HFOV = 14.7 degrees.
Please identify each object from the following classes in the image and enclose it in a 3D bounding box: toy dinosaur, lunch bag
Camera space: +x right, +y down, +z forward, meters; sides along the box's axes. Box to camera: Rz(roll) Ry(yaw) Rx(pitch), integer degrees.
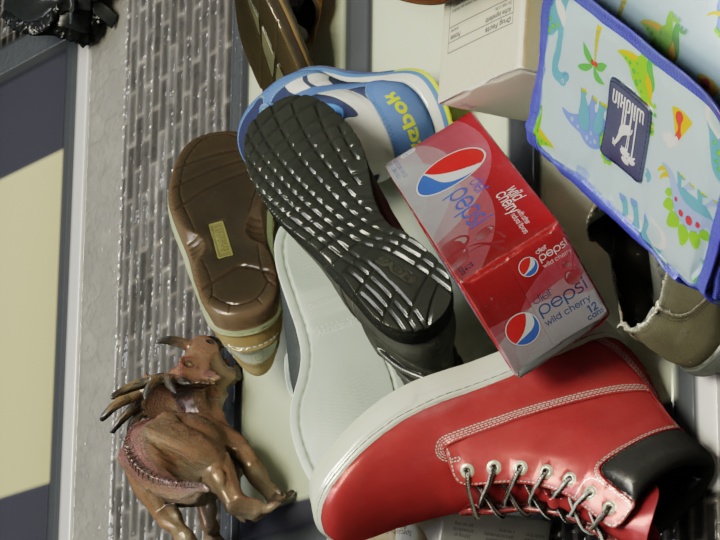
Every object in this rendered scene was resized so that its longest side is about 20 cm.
[{"bbox_3d":[-0.117,0.115,1.776,0.086,0.200,0.136,-38,88,11],"label":"toy dinosaur"},{"bbox_3d":[0.183,-0.107,1.423,0.170,0.127,0.200,46,112,43],"label":"lunch bag"}]

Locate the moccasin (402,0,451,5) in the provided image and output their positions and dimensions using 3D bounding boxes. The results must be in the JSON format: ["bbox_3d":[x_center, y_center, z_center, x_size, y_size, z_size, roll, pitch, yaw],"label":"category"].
[{"bbox_3d":[0.039,-0.188,1.568,0.201,0.077,0.074,-167,86,-69],"label":"moccasin"}]

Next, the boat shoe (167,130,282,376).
[{"bbox_3d":[-0.086,-0.009,1.839,0.200,0.071,0.076,-97,-4,-49],"label":"boat shoe"}]

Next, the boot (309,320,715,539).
[{"bbox_3d":[0.081,0.117,1.486,0.144,0.199,0.073,56,169,43],"label":"boot"}]

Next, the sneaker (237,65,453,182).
[{"bbox_3d":[-0.028,-0.084,1.752,0.200,0.082,0.074,-6,110,55],"label":"sneaker"}]

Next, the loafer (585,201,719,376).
[{"bbox_3d":[0.161,-0.043,1.502,0.075,0.069,0.201,-37,52,42],"label":"loafer"}]

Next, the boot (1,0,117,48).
[{"bbox_3d":[-0.238,-0.264,2.127,0.198,0.073,0.163,26,104,54],"label":"boot"}]

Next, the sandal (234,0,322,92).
[{"bbox_3d":[-0.056,-0.195,1.853,0.082,0.054,0.201,121,133,-66],"label":"sandal"}]

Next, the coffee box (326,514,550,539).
[{"bbox_3d":[0.033,0.234,1.588,0.114,0.079,0.201,-3,78,55],"label":"coffee box"}]

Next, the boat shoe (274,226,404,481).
[{"bbox_3d":[-0.010,0.061,1.720,0.060,0.075,0.201,76,-172,-66],"label":"boat shoe"}]

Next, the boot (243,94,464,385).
[{"bbox_3d":[0.000,0.000,1.648,0.068,0.131,0.200,-30,58,-8],"label":"boot"}]

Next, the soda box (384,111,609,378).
[{"bbox_3d":[0.074,-0.019,1.551,0.063,0.070,0.200,-32,24,1],"label":"soda box"}]

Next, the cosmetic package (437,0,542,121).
[{"bbox_3d":[0.103,-0.195,1.617,0.105,0.071,0.201,-16,67,63],"label":"cosmetic package"}]
